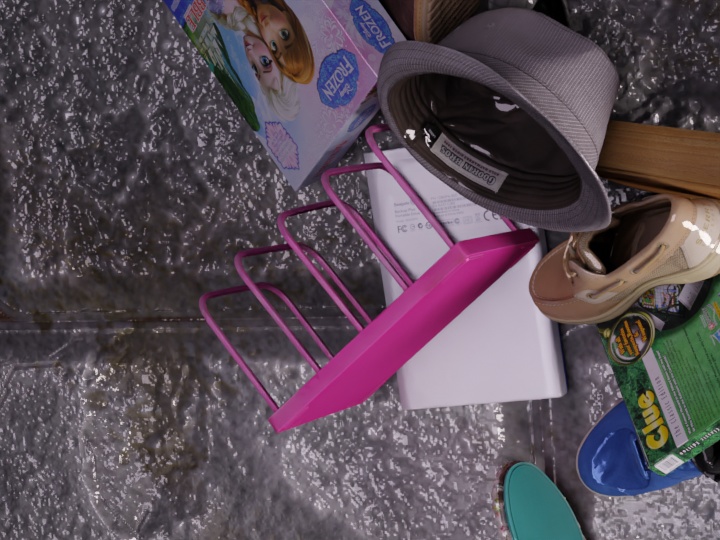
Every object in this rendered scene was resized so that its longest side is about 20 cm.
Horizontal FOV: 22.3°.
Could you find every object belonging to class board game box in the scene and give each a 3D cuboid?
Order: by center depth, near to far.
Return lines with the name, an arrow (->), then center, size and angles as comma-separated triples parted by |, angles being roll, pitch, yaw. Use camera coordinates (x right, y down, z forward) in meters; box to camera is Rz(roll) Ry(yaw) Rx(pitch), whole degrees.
board game box -> 0.216, 0.036, 1.270 | 0.105, 0.023, 0.200 | -36, 44, 22
board game box -> -0.060, -0.184, 1.349 | 0.200, 0.041, 0.200 | 55, 152, 7

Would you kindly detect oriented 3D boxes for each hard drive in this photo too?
hard drive -> 0.080, 0.001, 1.386 | 0.131, 0.025, 0.201 | -7, 95, 24

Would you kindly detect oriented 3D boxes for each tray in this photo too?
tray -> 0.220, -0.069, 1.218 | 0.200, 0.098, 0.037 | 17, 93, 58

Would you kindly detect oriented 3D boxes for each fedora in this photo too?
fedora -> 0.105, -0.111, 1.205 | 0.177, 0.090, 0.200 | 45, 160, -22

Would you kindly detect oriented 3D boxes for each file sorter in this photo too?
file sorter -> 0.000, 0.000, 1.333 | 0.200, 0.139, 0.126 | -43, 77, 23

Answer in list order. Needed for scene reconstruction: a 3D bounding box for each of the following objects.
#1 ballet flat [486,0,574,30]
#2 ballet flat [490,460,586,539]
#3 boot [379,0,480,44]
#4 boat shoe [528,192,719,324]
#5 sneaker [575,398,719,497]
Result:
ballet flat -> 0.134, -0.159, 1.268 | 0.057, 0.200, 0.067 | 27, 68, 36
ballet flat -> 0.151, 0.240, 1.374 | 0.200, 0.075, 0.064 | 59, 148, 11
boot -> 0.010, -0.221, 1.297 | 0.166, 0.200, 0.072 | 39, 79, 15
boat shoe -> 0.174, -0.015, 1.261 | 0.200, 0.064, 0.072 | -27, 50, 53
sneaker -> 0.231, 0.116, 1.292 | 0.199, 0.111, 0.077 | -23, 89, 25
